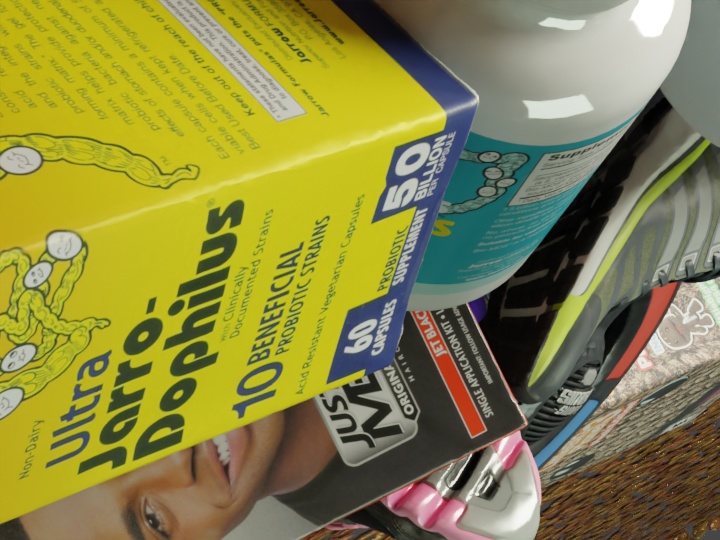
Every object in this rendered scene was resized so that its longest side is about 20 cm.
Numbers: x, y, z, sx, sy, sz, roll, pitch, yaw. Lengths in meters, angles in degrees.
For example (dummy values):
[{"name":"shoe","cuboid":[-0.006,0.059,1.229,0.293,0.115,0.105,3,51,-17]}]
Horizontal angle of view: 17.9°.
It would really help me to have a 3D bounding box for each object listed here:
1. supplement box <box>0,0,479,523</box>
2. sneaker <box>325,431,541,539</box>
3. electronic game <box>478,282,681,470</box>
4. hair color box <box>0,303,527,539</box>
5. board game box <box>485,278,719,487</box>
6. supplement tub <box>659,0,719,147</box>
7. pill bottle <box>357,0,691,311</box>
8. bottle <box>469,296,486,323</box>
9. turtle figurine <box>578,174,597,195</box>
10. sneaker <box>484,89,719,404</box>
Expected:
[{"name":"supplement box","cuboid":[-0.083,-0.014,0.649,0.200,0.110,0.109,-20,142,-36]},{"name":"sneaker","cuboid":[-0.003,0.084,1.006,0.079,0.200,0.096,-38,141,-33]},{"name":"electronic game","cuboid":[0.086,0.054,1.091,0.200,0.042,0.200,-40,159,-19]},{"name":"hair color box","cuboid":[-0.050,0.056,0.861,0.200,0.102,0.061,-27,-174,-2]},{"name":"board game box","cuboid":[0.135,0.050,1.342,0.200,0.097,0.159,-20,163,-30]},{"name":"supplement tub","cuboid":[0.214,-0.119,0.872,0.200,0.132,0.132,-15,160,-42]},{"name":"pill bottle","cuboid":[0.038,-0.073,0.744,0.111,0.111,0.200,-22,163,-24]},{"name":"bottle","cuboid":[0.026,0.033,1.119,0.065,0.084,0.200,-32,165,-10]},{"name":"turtle figurine","cuboid":[0.000,0.000,0.951,0.200,0.101,0.150,-39,168,8]},{"name":"sneaker","cuboid":[0.129,-0.016,0.986,0.200,0.081,0.074,-52,-163,-20]}]
